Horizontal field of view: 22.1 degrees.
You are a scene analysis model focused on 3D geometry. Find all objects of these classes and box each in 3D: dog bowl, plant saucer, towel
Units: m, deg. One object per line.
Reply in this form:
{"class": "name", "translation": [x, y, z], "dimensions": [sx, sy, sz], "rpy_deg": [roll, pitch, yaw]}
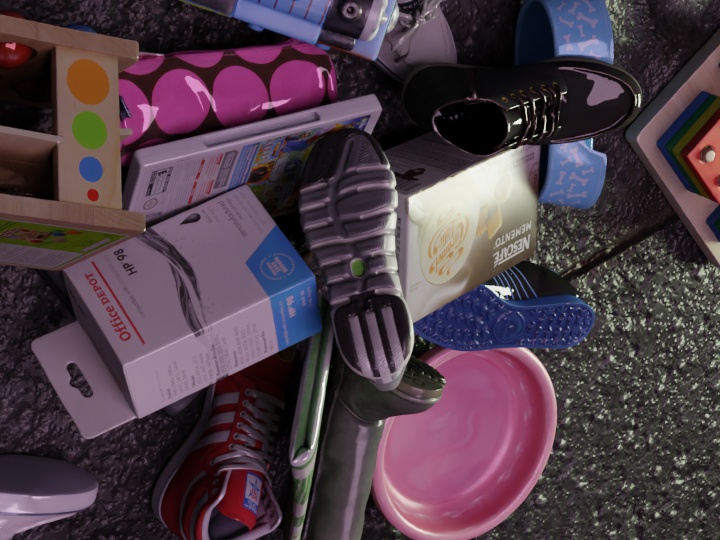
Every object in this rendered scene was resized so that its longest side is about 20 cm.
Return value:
{"class": "dog bowl", "translation": [0.168, -0.149, 1.579], "dimensions": [0.049, 0.111, 0.200], "rpy_deg": [-5, 112, -16]}
{"class": "plant saucer", "translation": [0.085, 0.148, 1.672], "dimensions": [0.200, 0.051, 0.201], "rpy_deg": [-12, 113, -29]}
{"class": "towel", "translation": [-0.044, 0.125, 1.479], "dimensions": [0.023, 0.200, 0.153], "rpy_deg": [8, 63, -2]}

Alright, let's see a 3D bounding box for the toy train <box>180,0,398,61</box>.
{"class": "toy train", "translation": [-0.065, -0.215, 1.366], "dimensions": [0.200, 0.114, 0.087], "rpy_deg": [19, 103, -7]}

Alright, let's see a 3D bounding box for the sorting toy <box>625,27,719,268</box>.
{"class": "sorting toy", "translation": [0.378, -0.126, 1.742], "dimensions": [0.199, 0.070, 0.200], "rpy_deg": [-47, 126, -9]}

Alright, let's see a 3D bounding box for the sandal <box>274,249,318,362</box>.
{"class": "sandal", "translation": [-0.083, 0.050, 1.484], "dimensions": [0.212, 0.078, 0.070], "rpy_deg": [-33, 93, -32]}

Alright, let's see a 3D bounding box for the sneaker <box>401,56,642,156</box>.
{"class": "sneaker", "translation": [0.139, -0.122, 1.472], "dimensions": [0.200, 0.106, 0.075], "rpy_deg": [-3, 111, -10]}

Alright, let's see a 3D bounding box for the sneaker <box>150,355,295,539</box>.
{"class": "sneaker", "translation": [-0.092, 0.141, 1.515], "dimensions": [0.071, 0.112, 0.200], "rpy_deg": [25, 93, -34]}

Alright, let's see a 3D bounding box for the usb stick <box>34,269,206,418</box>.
{"class": "usb stick", "translation": [-0.189, 0.040, 1.464], "dimensions": [0.055, 0.033, 0.200], "rpy_deg": [-41, 125, -9]}

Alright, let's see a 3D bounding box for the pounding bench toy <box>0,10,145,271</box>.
{"class": "pounding bench toy", "translation": [-0.259, -0.086, 1.323], "dimensions": [0.124, 0.200, 0.156], "rpy_deg": [7, 73, -37]}

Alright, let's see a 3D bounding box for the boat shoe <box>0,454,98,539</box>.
{"class": "boat shoe", "translation": [-0.304, 0.188, 1.432], "dimensions": [0.200, 0.074, 0.065], "rpy_deg": [0, 113, -22]}

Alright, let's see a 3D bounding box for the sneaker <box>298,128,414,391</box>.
{"class": "sneaker", "translation": [0.000, 0.000, 1.409], "dimensions": [0.075, 0.200, 0.116], "rpy_deg": [-8, 159, 3]}

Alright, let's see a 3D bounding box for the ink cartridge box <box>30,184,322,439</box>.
{"class": "ink cartridge box", "translation": [-0.144, 0.030, 1.384], "dimensions": [0.200, 0.116, 0.067], "rpy_deg": [-26, 142, -17]}

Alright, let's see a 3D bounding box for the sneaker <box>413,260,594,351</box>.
{"class": "sneaker", "translation": [0.109, 0.025, 1.622], "dimensions": [0.200, 0.078, 0.070], "rpy_deg": [9, 116, -32]}

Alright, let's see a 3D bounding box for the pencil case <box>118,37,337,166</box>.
{"class": "pencil case", "translation": [-0.114, -0.134, 1.414], "dimensions": [0.200, 0.091, 0.094], "rpy_deg": [-10, 106, -32]}

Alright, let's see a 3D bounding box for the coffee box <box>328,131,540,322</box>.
{"class": "coffee box", "translation": [0.063, -0.044, 1.521], "dimensions": [0.200, 0.080, 0.115], "rpy_deg": [-26, 125, -49]}

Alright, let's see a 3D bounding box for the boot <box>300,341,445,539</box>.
{"class": "boot", "translation": [-0.003, 0.162, 1.550], "dimensions": [0.072, 0.182, 0.200], "rpy_deg": [18, 95, -17]}

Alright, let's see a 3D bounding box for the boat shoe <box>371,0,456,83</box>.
{"class": "boat shoe", "translation": [0.033, -0.217, 1.474], "dimensions": [0.075, 0.086, 0.202], "rpy_deg": [-42, 125, -12]}

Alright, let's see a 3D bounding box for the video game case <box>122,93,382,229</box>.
{"class": "video game case", "translation": [-0.091, -0.072, 1.433], "dimensions": [0.200, 0.018, 0.143], "rpy_deg": [-15, 157, -23]}
